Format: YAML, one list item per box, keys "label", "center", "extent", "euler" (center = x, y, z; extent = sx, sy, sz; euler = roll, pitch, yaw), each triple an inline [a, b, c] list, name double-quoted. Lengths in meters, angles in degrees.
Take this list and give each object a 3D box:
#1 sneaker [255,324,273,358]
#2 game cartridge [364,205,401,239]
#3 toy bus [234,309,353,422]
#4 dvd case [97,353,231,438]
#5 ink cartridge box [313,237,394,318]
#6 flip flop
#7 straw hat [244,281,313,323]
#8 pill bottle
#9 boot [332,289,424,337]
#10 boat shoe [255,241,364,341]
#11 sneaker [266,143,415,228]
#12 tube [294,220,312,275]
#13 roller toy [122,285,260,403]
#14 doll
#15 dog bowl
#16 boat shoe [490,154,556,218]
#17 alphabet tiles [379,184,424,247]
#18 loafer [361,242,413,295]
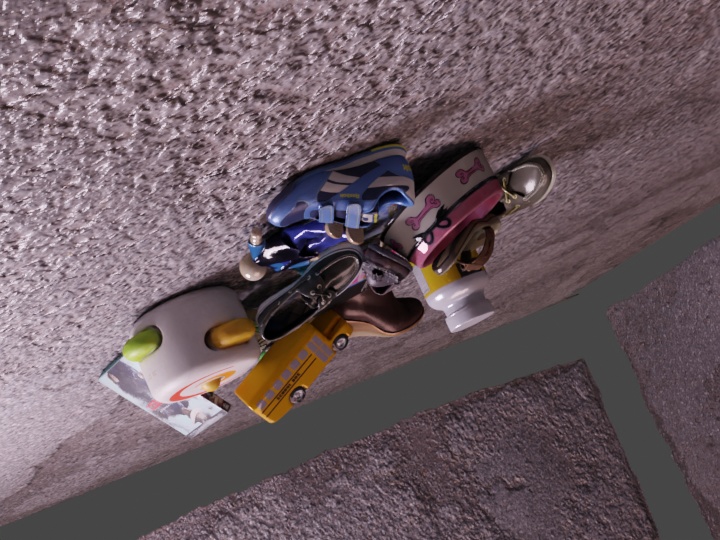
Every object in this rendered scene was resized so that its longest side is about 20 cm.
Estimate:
- label: "sneaker"
  center: [-0.215, 0.133, 1.817]
  extent: [0.198, 0.086, 0.078]
  euler: [-15, 165, -24]
- label: "game cartridge"
  center: [0.004, -0.083, 1.459]
  extent: [0.132, 0.042, 0.200]
  euler: [-20, 168, -2]
- label: "toy bus"
  center: [-0.104, 0.143, 1.597]
  extent: [0.200, 0.065, 0.078]
  euler: [-51, 129, -6]
- label: "dvd case"
  center: [-0.336, 0.208, 1.720]
  extent: [0.146, 0.199, 0.022]
  euler: [-36, -154, 45]
- label: "ink cartridge box"
  center: [0.000, 0.000, 1.610]
  extent: [0.199, 0.037, 0.095]
  euler: [-30, 156, -37]
- label: "flip flop"
  center: [0.168, -0.032, 1.476]
  extent: [0.081, 0.058, 0.200]
  euler: [-47, 170, 27]
- label: "straw hat"
  center: [-0.111, 0.067, 1.733]
  extent: [0.086, 0.199, 0.201]
  euler: [-68, 164, 0]
- label: "pill bottle"
  center: [0.145, -0.005, 1.671]
  extent: [0.111, 0.201, 0.112]
  euler: [-24, 169, -5]
- label: "boot"
  center: [0.038, 0.036, 1.751]
  extent: [0.198, 0.072, 0.168]
  euler: [-11, 131, -27]
- label: "boat shoe"
  center: [-0.072, 0.037, 1.487]
  extent: [0.199, 0.069, 0.057]
  euler: [-38, -153, 15]
- label: "sneaker"
  center: [-0.021, -0.090, 1.263]
  extent: [0.198, 0.083, 0.074]
  euler: [-21, 169, -7]
- label: "tube"
  center: [-0.085, -0.027, 1.504]
  extent: [0.077, 0.051, 0.200]
  euler: [-29, 163, 1]
- label: "roller toy"
  center: [-0.252, 0.121, 1.563]
  extent: [0.199, 0.141, 0.183]
  euler: [-25, 169, -1]
- label: "doll"
  center: [-0.095, -0.033, 1.372]
  extent: [0.199, 0.049, 0.136]
  euler: [-22, 154, 39]
- label: "dog bowl"
  center: [0.125, -0.085, 1.469]
  extent: [0.200, 0.074, 0.200]
  euler: [-40, 171, -8]
- label: "boat shoe"
  center: [0.244, -0.127, 1.661]
  extent: [0.060, 0.073, 0.201]
  euler: [-22, 172, -34]
- label: "alphabet tiles"
  center: [0.093, -0.101, 1.516]
  extent: [0.166, 0.006, 0.200]
  euler: [-41, 171, -9]
- label: "loafer"
  center: [0.036, 0.005, 1.487]
  extent: [0.063, 0.071, 0.200]
  euler: [-62, 173, -1]
